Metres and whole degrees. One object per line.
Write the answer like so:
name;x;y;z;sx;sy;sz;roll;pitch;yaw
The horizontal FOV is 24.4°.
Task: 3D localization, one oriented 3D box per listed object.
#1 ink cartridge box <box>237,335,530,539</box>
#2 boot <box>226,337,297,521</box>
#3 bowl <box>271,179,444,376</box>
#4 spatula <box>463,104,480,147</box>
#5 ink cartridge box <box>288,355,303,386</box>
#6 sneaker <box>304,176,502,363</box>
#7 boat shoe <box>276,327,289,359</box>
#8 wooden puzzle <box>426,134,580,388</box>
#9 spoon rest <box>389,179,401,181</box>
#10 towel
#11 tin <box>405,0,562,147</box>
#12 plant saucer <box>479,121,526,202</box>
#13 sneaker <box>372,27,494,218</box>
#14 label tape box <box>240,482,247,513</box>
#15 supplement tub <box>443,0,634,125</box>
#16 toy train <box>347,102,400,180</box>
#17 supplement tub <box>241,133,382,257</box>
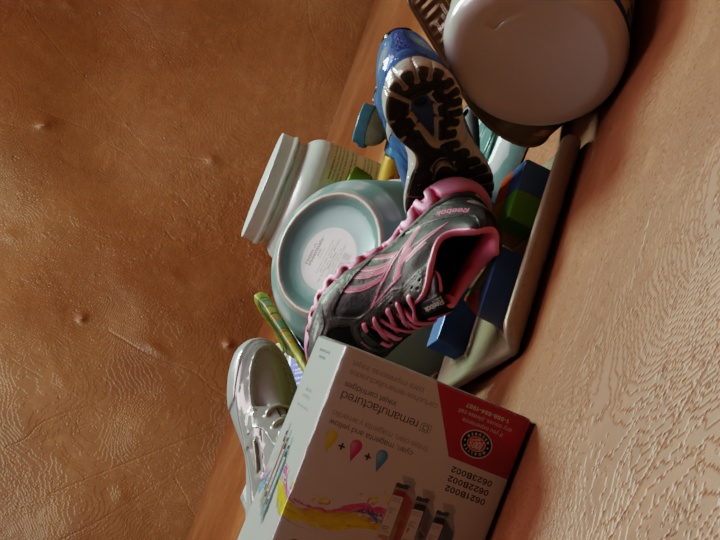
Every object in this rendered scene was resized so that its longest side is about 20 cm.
ink cartridge box;0.007;0.167;1.183;0.145;0.144;0.202;-172;103;-81
boot;-0.060;0.146;1.444;0.095;0.073;0.202;-31;63;51
bowl;0.000;0.000;1.475;0.105;0.200;0.202;30;-101;-53
spatula;0.099;-0.073;1.540;0.056;0.020;0.202;-35;39;44
ink cartridge box;-0.024;0.122;1.534;0.094;0.037;0.202;-15;56;26
sneaker;0.035;0.019;1.295;0.200;0.079;0.095;-48;30;7
boat shoe;-0.033;0.067;1.628;0.069;0.074;0.201;51;127;34
wooden puzzle;0.106;-0.002;1.351;0.200;0.046;0.187;128;162;-67
spoon rest;0.015;-0.037;1.661;0.200;0.099;0.061;-30;48;54
towel;-0.039;0.105;1.473;0.018;0.086;0.200;-33;48;-2
tin;0.108;-0.196;1.403;0.042;0.201;0.112;-39;-16;35
plant saucer;0.130;-0.123;1.620;0.200;0.027;0.202;-157;90;-83
sneaker;0.056;-0.114;1.333;0.201;0.078;0.090;75;180;-49
label tape box;-0.039;0.195;1.584;0.201;0.063;0.145;-65;33;30
supplement tub;0.148;-0.228;1.321;0.145;0.143;0.201;119;170;-45
toy train;0.032;-0.069;1.725;0.085;0.115;0.202;-49;-24;-69
supplement tub;-0.018;-0.056;1.835;0.145;0.198;0.146;-158;90;-83
